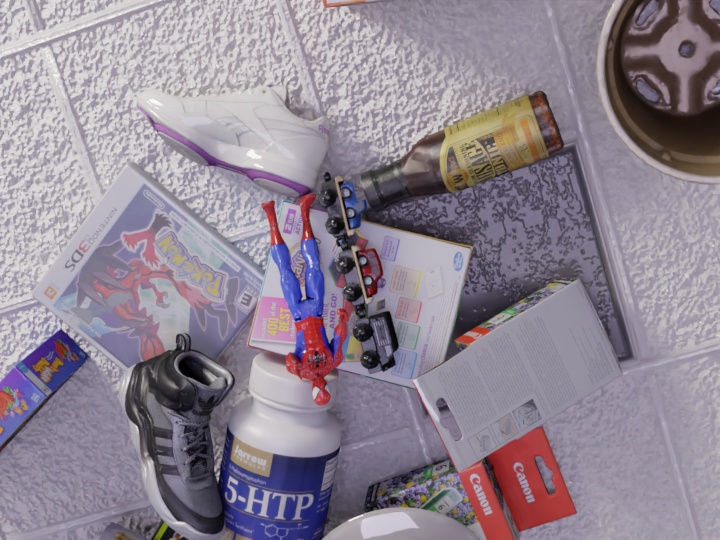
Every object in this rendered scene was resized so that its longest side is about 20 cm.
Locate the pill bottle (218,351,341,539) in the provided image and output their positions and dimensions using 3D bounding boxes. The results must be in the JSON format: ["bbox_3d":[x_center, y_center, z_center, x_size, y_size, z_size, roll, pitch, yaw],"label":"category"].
[{"bbox_3d":[-0.083,0.192,1.258,0.118,0.120,0.202,11,104,3],"label":"pill bottle"}]

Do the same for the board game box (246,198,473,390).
[{"bbox_3d":[0.000,0.026,1.232,0.198,0.040,0.155,15,91,2],"label":"board game box"}]

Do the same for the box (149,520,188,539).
[{"bbox_3d":[-0.177,0.387,1.353,0.192,0.048,0.201,32,105,1],"label":"box"}]

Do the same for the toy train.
[{"bbox_3d":[0.000,0.000,1.195,0.045,0.034,0.202,-15,90,-2],"label":"toy train"}]

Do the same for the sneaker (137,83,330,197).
[{"bbox_3d":[-0.123,-0.147,1.220,0.198,0.075,0.101,22,80,4],"label":"sneaker"}]

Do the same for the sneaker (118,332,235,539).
[{"bbox_3d":[-0.168,0.163,1.215,0.114,0.075,0.202,-40,66,35],"label":"sneaker"}]

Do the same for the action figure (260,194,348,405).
[{"bbox_3d":[-0.049,0.029,1.161,0.064,0.099,0.203,-10,89,-11],"label":"action figure"}]

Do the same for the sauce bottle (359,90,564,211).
[{"bbox_3d":[0.097,-0.110,1.197,0.198,0.066,0.067,-23,100,12],"label":"sauce bottle"}]

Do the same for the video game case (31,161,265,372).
[{"bbox_3d":[-0.216,0.019,1.282,0.199,0.023,0.183,39,104,-4],"label":"video game case"}]

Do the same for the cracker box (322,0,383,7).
[{"bbox_3d":[0.067,-0.282,1.123,0.197,0.134,0.058,-6,102,7],"label":"cracker box"}]

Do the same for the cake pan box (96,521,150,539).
[{"bbox_3d":[-0.215,0.394,1.310,0.198,0.052,0.186,24,108,2],"label":"cake pan box"}]

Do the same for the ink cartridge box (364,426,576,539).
[{"bbox_3d":[0.115,0.250,1.277,0.198,0.050,0.110,-22,101,12],"label":"ink cartridge box"}]

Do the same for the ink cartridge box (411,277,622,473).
[{"bbox_3d":[0.150,0.101,1.209,0.199,0.050,0.110,-29,100,-12],"label":"ink cartridge box"}]

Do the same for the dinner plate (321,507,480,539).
[{"bbox_3d":[0.040,0.326,1.254,0.197,0.024,0.202,-1,121,-1],"label":"dinner plate"}]

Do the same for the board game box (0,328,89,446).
[{"bbox_3d":[-0.381,0.161,1.275,0.045,0.135,0.200,44,104,-5],"label":"board game box"}]

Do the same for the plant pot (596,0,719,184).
[{"bbox_3d":[0.304,-0.192,1.092,0.198,0.184,0.203,2,103,6],"label":"plant pot"}]
